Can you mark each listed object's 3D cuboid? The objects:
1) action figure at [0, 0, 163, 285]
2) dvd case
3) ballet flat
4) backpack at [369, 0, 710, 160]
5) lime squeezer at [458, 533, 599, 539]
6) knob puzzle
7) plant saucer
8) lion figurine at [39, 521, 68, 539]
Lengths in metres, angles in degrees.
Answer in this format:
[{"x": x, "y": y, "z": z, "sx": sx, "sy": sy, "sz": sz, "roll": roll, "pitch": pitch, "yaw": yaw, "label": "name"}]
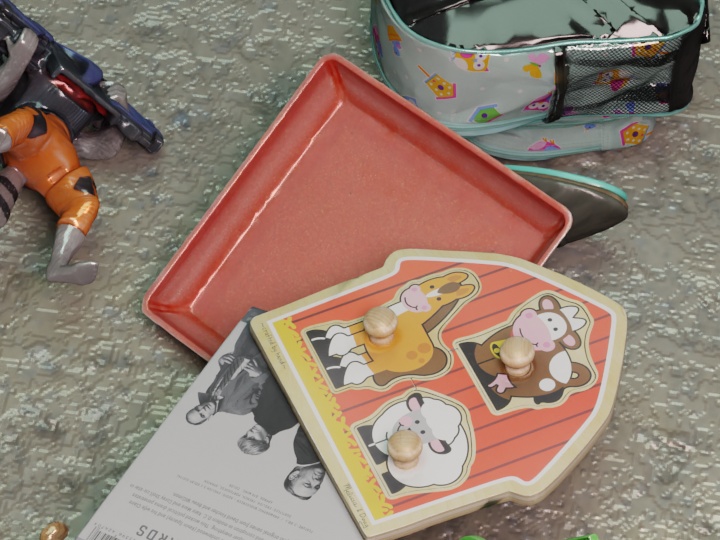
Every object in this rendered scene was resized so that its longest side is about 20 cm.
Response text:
[{"x": -0.221, "y": -0.098, "z": 1.855, "sx": 0.105, "sy": 0.200, "sz": 0.194, "roll": -39, "pitch": 24, "yaw": 19, "label": "action figure"}, {"x": -0.049, "y": 0.116, "z": 1.686, "sx": 0.150, "sy": 0.025, "sz": 0.200, "roll": 20, "pitch": 53, "yaw": 22, "label": "dvd case"}, {"x": 0.068, "y": -0.038, "z": 1.855, "sx": 0.199, "sy": 0.068, "sz": 0.069, "roll": 15, "pitch": 77, "yaw": 25, "label": "ballet flat"}, {"x": 0.101, "y": -0.163, "z": 1.882, "sx": 0.199, "sy": 0.154, "sz": 0.176, "roll": -3, "pitch": 52, "yaw": -12, "label": "backpack"}, {"x": 0.042, "y": 0.168, "z": 1.664, "sx": 0.199, "sy": 0.071, "sz": 0.038, "roll": -15, "pitch": 71, "yaw": 14, "label": "lime squeezer"}, {"x": 0.060, "y": 0.052, "z": 1.699, "sx": 0.219, "sy": 0.031, "sz": 0.220, "roll": -2, "pitch": 48, "yaw": 3, "label": "knob puzzle"}, {"x": 0.000, "y": 0.000, "z": 1.811, "sx": 0.199, "sy": 0.037, "sz": 0.200, "roll": 35, "pitch": 86, "yaw": 24, "label": "plant saucer"}, {"x": -0.087, "y": 0.169, "z": 1.712, "sx": 0.200, "sy": 0.073, "sz": 0.123, "roll": -32, "pitch": 66, "yaw": -12, "label": "lion figurine"}]
